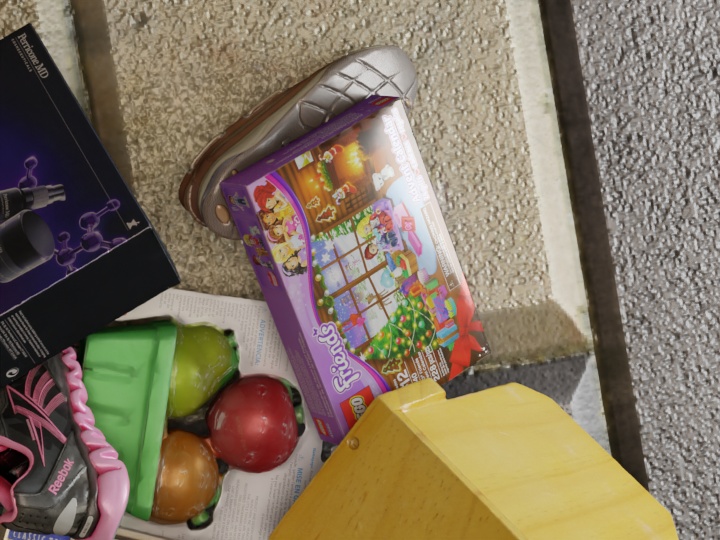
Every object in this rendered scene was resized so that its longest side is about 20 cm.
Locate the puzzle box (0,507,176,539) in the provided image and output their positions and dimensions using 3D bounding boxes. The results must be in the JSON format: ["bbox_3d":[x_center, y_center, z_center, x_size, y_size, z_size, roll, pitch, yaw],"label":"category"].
[{"bbox_3d":[-0.157,0.239,1.529,0.199,0.025,0.134,16,85,-20],"label":"puzzle box"}]

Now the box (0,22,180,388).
[{"bbox_3d":[-0.228,-0.046,1.520,0.141,0.079,0.200,-29,58,-7],"label":"box"}]

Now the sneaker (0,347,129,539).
[{"bbox_3d":[-0.224,0.104,1.498,0.095,0.200,0.079,2,122,-32],"label":"sneaker"}]

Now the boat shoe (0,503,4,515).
[{"bbox_3d":[-0.269,0.187,1.552,0.072,0.062,0.202,-2,105,-13],"label":"boat shoe"}]

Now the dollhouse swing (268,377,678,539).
[{"bbox_3d":[0.085,0.192,1.562,0.200,0.176,0.182,43,104,23],"label":"dollhouse swing"}]

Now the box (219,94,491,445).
[{"bbox_3d":[0.000,0.000,1.563,0.136,0.039,0.201,-32,112,-27],"label":"box"}]

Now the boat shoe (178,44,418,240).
[{"bbox_3d":[-0.047,-0.097,1.587,0.200,0.072,0.076,-35,119,-26],"label":"boat shoe"}]

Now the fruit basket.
[{"bbox_3d":[-0.105,0.108,1.587,0.198,0.094,0.187,7,90,-17],"label":"fruit basket"}]
